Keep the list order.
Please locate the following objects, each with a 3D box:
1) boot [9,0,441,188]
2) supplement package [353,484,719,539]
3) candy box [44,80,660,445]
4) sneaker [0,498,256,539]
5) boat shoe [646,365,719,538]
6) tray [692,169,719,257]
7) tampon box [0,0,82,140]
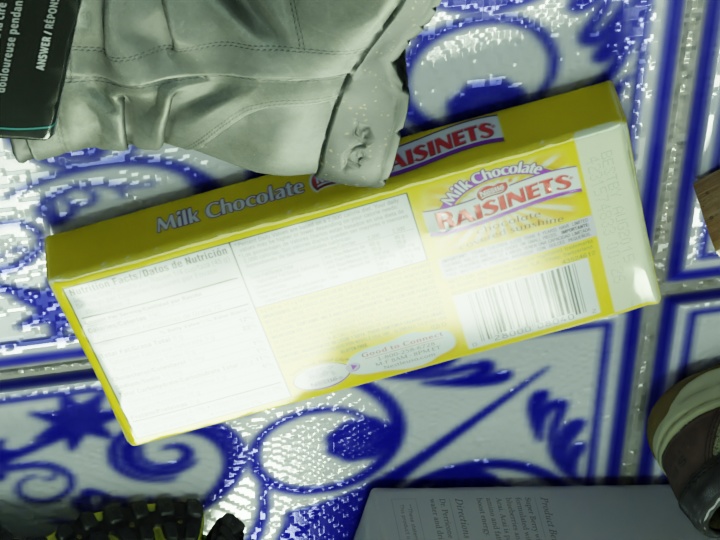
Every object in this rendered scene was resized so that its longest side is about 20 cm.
[{"bbox_3d":[-0.043,-0.096,0.792,0.130,0.068,0.200,4,137,-10],"label":"boot"},{"bbox_3d":[0.097,0.167,1.096,0.199,0.122,0.120,1,139,-15],"label":"supplement package"},{"bbox_3d":[0.000,0.000,0.945,0.199,0.026,0.102,-15,138,3],"label":"candy box"},{"bbox_3d":[-0.139,0.142,1.038,0.199,0.078,0.085,1,140,-17],"label":"sneaker"},{"bbox_3d":[0.212,0.060,1.042,0.199,0.065,0.073,-16,139,3],"label":"boat shoe"},{"bbox_3d":[0.228,-0.037,0.954,0.199,0.037,0.099,-26,139,17],"label":"tray"},{"bbox_3d":[-0.166,-0.132,0.663,0.199,0.127,0.150,3,138,-17],"label":"tampon box"}]
